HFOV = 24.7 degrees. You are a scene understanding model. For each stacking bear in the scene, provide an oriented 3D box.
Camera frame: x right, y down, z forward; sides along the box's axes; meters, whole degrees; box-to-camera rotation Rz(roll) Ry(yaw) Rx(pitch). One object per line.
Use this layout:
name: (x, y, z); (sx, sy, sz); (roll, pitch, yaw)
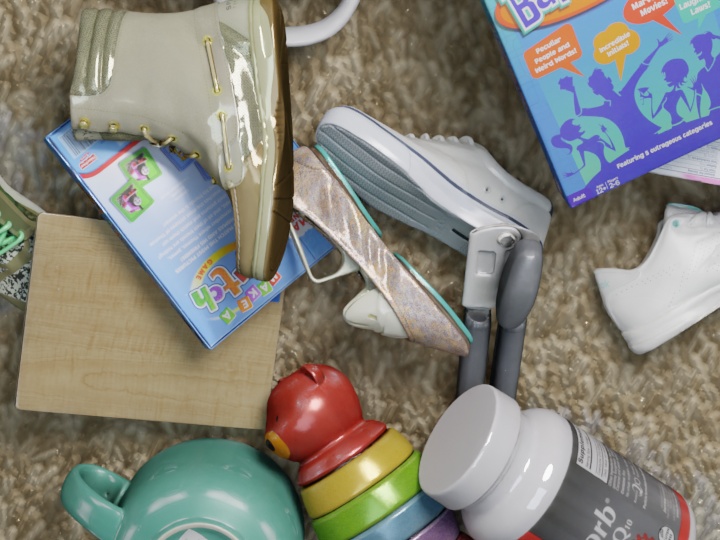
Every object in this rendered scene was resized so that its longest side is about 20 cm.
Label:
stacking bear: (-0.003, 0.165, 1.280); (0.113, 0.121, 0.201); (-33, 91, -21)

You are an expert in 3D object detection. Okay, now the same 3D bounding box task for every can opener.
can opener: (0.100, 0.049, 1.244); (0.052, 0.067, 0.201); (4, 131, 0)

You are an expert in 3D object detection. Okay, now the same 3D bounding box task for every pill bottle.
pill bottle: (0.149, 0.177, 1.257); (0.199, 0.116, 0.116); (33, 100, -20)

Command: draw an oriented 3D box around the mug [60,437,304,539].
mug: (-0.136, 0.221, 1.284); (0.184, 0.114, 0.153); (-9, 101, 1)

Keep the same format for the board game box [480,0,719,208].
board game box: (0.169, -0.163, 1.103); (0.151, 0.045, 0.201); (-25, 114, 4)

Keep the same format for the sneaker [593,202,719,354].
sneaker: (0.273, -0.022, 1.264); (0.199, 0.075, 0.089); (-33, 88, 7)

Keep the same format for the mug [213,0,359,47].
mug: (-0.051, -0.257, 1.183); (0.174, 0.148, 0.201); (5, 119, -4)

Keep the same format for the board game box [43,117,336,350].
board game box: (-0.119, -0.065, 1.247); (0.151, 0.037, 0.200); (-39, 98, -12)

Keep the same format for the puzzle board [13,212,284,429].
puzzle board: (-0.160, 0.041, 1.275); (0.199, 0.017, 0.152); (6, 96, -18)

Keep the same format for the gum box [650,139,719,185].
gum box: (0.242, -0.106, 1.220); (0.198, 0.114, 0.067); (11, 101, -2)

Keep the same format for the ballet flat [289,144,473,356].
ballet flat: (0.000, 0.000, 1.230); (0.067, 0.068, 0.200); (-39, 89, -8)

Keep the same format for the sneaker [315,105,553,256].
sneaker: (0.058, -0.072, 1.253); (0.199, 0.073, 0.071); (34, 60, -13)

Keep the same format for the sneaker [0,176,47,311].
sneaker: (-0.292, -0.041, 1.245); (0.077, 0.089, 0.200); (-36, 101, 8)

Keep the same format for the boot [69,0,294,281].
boot: (-0.127, -0.091, 1.173); (0.153, 0.072, 0.202); (-2, 92, 6)
